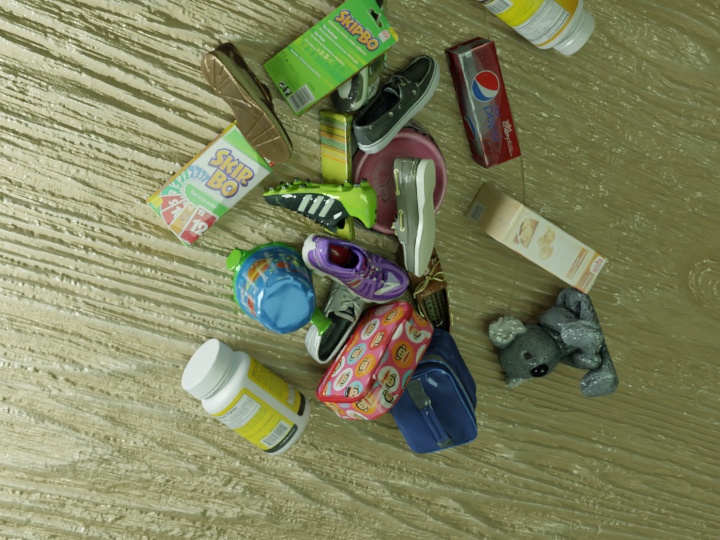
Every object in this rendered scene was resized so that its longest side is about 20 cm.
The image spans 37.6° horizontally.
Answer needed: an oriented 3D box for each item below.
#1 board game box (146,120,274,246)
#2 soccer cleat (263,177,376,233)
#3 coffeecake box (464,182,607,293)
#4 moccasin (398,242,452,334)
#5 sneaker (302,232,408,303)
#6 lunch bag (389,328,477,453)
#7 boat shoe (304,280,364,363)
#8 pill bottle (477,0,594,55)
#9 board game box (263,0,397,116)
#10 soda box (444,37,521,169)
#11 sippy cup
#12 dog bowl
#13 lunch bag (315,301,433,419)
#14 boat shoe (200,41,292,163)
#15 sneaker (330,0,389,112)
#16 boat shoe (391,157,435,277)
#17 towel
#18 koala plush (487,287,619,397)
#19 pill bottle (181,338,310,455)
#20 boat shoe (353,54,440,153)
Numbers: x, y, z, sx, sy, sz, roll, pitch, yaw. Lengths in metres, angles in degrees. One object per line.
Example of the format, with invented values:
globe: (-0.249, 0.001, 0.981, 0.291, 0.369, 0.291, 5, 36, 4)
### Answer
board game box: (-0.229, -0.139, 1.653, 0.200, 0.030, 0.096, -43, 115, -5)
soccer cleat: (-0.065, -0.100, 1.654, 0.197, 0.067, 0.082, 3, 111, 27)
coffeecake box: (0.296, -0.056, 1.795, 0.198, 0.154, 0.074, 29, 97, -24)
moccasin: (0.114, 0.026, 1.795, 0.073, 0.078, 0.204, -18, 115, -14)
sneaker: (0.000, 0.000, 1.703, 0.198, 0.083, 0.082, 20, 80, -30)
lunch bag: (0.120, 0.220, 1.806, 0.134, 0.133, 0.201, -19, 121, 19)
boat shoe: (-0.025, 0.065, 1.772, 0.073, 0.065, 0.202, 20, 100, -23)
pill bottle: (0.280, -0.432, 1.696, 0.199, 0.109, 0.110, 30, 96, -25)
board game box: (-0.044, -0.332, 1.612, 0.199, 0.030, 0.096, -34, 90, 17)
soda box: (0.203, -0.276, 1.744, 0.069, 0.063, 0.202, -21, 113, -10)
sippy cup: (-0.129, 0.037, 1.688, 0.175, 0.130, 0.142, 0, 106, -16)
dog bowl: (0.055, -0.149, 1.728, 0.197, 0.074, 0.203, -6, 109, -18)
lunch bag: (0.017, 0.150, 1.748, 0.082, 0.175, 0.201, 42, 64, -22)
boat shoe: (-0.160, -0.260, 1.617, 0.201, 0.072, 0.072, 52, 47, -11)
sneaker: (0.012, -0.346, 1.668, 0.088, 0.076, 0.203, 1, 107, -52)
boat shoe: (0.083, -0.086, 1.685, 0.059, 0.072, 0.204, 11, 122, 20)
towel: (-0.036, -0.153, 1.690, 0.018, 0.086, 0.203, -12, 111, -28)
koala plush: (0.334, 0.134, 1.886, 0.197, 0.185, 0.179, -20, 126, 11)
pill bottle: (-0.188, 0.206, 1.734, 0.199, 0.114, 0.115, 40, 92, -25)
boat shoe: (0.058, -0.272, 1.663, 0.201, 0.068, 0.057, -54, 145, -19)
